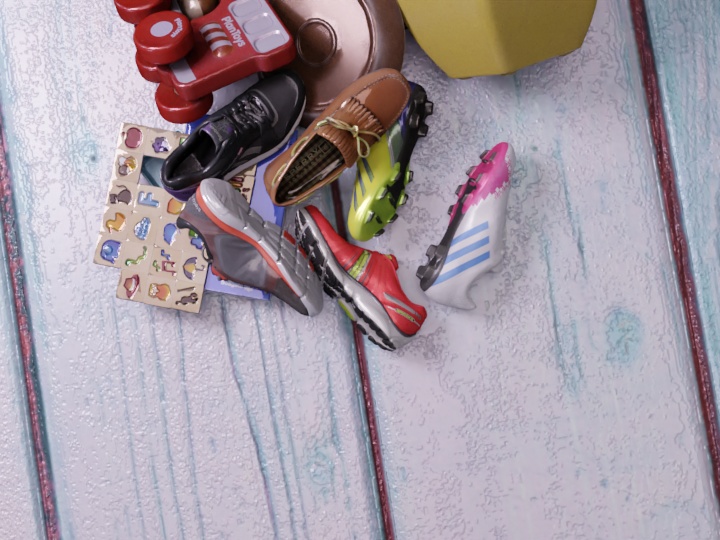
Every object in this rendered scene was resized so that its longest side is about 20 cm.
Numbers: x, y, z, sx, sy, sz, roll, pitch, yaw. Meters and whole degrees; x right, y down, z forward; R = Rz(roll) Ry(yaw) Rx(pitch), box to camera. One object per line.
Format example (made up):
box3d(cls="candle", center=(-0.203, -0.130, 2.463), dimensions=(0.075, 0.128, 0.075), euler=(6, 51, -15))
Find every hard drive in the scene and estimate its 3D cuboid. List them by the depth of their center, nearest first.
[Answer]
box3d(cls="hard drive", center=(-0.153, -0.074, 1.355), dimensions=(0.130, 0.025, 0.203), euler=(9, 85, 1))

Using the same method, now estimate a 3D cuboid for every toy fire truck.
box3d(cls="toy fire truck", center=(-0.178, -0.273, 1.323), dimensions=(0.166, 0.113, 0.201), euler=(-23, 50, -9))

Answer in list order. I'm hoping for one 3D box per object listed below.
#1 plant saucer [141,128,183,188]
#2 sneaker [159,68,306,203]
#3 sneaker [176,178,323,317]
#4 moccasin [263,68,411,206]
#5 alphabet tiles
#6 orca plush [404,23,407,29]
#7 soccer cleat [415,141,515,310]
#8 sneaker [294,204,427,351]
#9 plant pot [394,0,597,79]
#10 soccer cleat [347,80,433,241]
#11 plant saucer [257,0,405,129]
box3d(cls="plant saucer", center=(-0.181, -0.069, 1.377), dimensions=(0.070, 0.019, 0.201), euler=(-38, 87, -2))
box3d(cls="sneaker", center=(-0.139, -0.151, 1.298), dimensions=(0.200, 0.088, 0.076), euler=(-43, 86, -3))
box3d(cls="sneaker", center=(-0.125, -0.014, 1.310), dimensions=(0.082, 0.077, 0.200), euler=(-38, 105, 23))
box3d(cls="moccasin", center=(-0.026, -0.146, 1.290), dimensions=(0.200, 0.078, 0.074), euler=(-35, 115, 7))
box3d(cls="alphabet tiles", center=(-0.214, -0.058, 1.338), dimensions=(0.165, 0.008, 0.203), euler=(11, 86, 1))
box3d(cls="orca plush", center=(0.022, -0.319, 1.363), dimensions=(0.198, 0.071, 0.106), euler=(-20, 85, 0))
box3d(cls="soccer cleat", center=(0.141, -0.048, 1.352), dimensions=(0.086, 0.070, 0.202), euler=(29, 89, -13))
box3d(cls="sneaker", center=(0.000, 0.000, 1.353), dimensions=(0.085, 0.077, 0.201), euler=(-38, 87, -22))
box3d(cls="plant pot", center=(0.151, -0.323, 1.285), dimensions=(0.193, 0.195, 0.202), euler=(-22, 104, -25))
box3d(cls="soccer cleat", center=(0.020, -0.129, 1.352), dimensions=(0.083, 0.065, 0.202), euler=(15, 77, 25))
box3d(cls="plant saucer", center=(-0.045, -0.261, 1.338), dimensions=(0.198, 0.034, 0.203), euler=(3, 97, 24))
